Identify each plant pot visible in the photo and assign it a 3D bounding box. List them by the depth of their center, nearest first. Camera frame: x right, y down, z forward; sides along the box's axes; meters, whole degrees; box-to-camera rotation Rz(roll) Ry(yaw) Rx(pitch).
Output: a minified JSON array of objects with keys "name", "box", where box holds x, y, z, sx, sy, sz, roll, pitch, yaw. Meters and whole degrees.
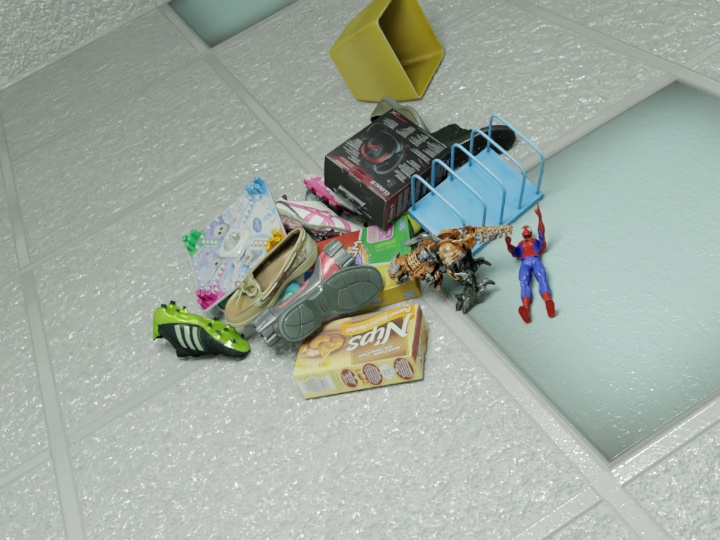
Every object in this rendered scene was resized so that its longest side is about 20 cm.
[{"name":"plant pot","box":[0.048,-0.499,2.091,0.174,0.201,0.202,-12,35,36]}]

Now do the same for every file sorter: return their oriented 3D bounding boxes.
[{"name":"file sorter","box":[0.197,-0.144,1.554,0.199,0.123,0.139,-37,64,-18]}]

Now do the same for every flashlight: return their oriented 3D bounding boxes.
[{"name":"flashlight","box":[-0.094,0.036,1.523,0.199,0.068,0.068,-41,-6,-6]}]

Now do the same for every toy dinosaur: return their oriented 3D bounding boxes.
[{"name":"toy dinosaur","box":[0.142,-0.016,1.436,0.197,0.136,0.103,-9,45,38]}]

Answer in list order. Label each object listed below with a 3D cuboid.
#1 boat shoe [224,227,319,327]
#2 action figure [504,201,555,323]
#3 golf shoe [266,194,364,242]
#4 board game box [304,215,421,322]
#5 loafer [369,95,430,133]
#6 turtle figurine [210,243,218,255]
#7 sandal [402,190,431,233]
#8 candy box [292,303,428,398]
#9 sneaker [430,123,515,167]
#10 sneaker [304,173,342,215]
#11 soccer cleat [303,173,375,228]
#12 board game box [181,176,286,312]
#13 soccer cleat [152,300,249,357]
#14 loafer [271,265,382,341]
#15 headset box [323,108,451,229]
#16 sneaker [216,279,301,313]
[{"name":"boat shoe","box":[-0.158,0.009,1.541,0.200,0.063,0.073,-46,53,-6]},{"name":"action figure","box":[0.260,-0.025,1.429,0.064,0.100,0.202,-13,34,14]},{"name":"golf shoe","box":[-0.070,-0.090,1.676,0.196,0.073,0.093,14,58,5]},{"name":"board game box","box":[0.000,0.000,1.578,0.196,0.041,0.155,-17,47,13]},{"name":"loafer","box":[0.081,-0.301,1.922,0.069,0.075,0.200,-42,32,-4]},{"name":"turtle figurine","box":[-0.207,-0.038,1.734,0.197,0.102,0.150,-27,35,-13]},{"name":"sandal","box":[0.126,-0.145,1.688,0.085,0.080,0.203,-8,46,14]},{"name":"candy box","box":[0.001,0.125,1.426,0.196,0.056,0.116,-12,36,19]},{"name":"sneaker","box":[0.196,-0.253,1.787,0.196,0.061,0.105,-19,35,9]},{"name":"sneaker","box":[-0.022,-0.128,1.754,0.145,0.077,0.203,-36,44,-1]},{"name":"soccer cleat","box":[-0.011,-0.141,1.675,0.198,0.070,0.087,31,88,23]},{"name":"board game box","box":[-0.231,-0.052,1.662,0.199,0.026,0.201,-37,43,11]},{"name":"soccer cleat","box":[-0.277,0.120,1.603,0.197,0.083,0.067,21,18,23]},{"name":"loafer","box":[-0.057,0.046,1.475,0.198,0.073,0.063,-28,13,-25]},{"name":"headset box","box":[0.040,-0.174,1.605,0.148,0.076,0.199,37,57,23]},{"name":"sneaker","box":[-0.177,0.037,1.628,0.197,0.080,0.078,-1,41,31]}]
